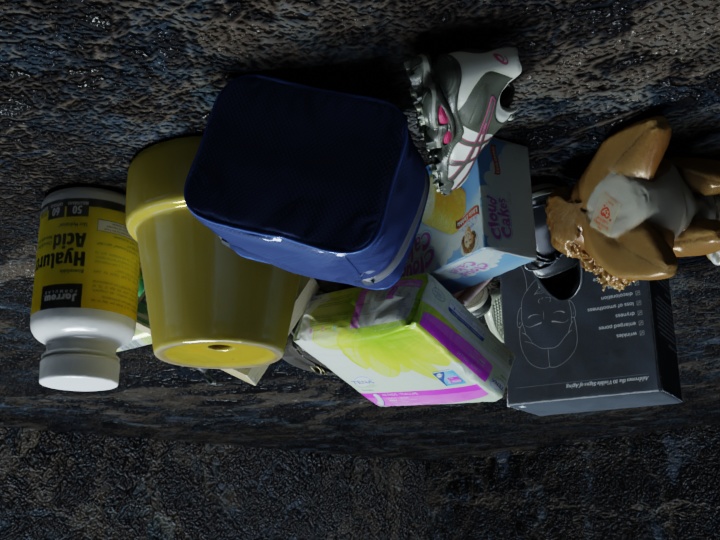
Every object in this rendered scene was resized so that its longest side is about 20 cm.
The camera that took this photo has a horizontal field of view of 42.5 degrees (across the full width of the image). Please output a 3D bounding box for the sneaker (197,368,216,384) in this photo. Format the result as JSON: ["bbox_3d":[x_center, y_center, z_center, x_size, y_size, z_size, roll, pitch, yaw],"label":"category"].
[{"bbox_3d":[-0.198,0.090,1.310,0.198,0.142,0.077,-10,160,30],"label":"sneaker"}]

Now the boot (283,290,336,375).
[{"bbox_3d":[-0.065,0.089,1.149,0.200,0.070,0.173,40,156,-32],"label":"boot"}]

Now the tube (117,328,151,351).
[{"bbox_3d":[-0.213,0.055,1.104,0.197,0.058,0.052,-11,126,13],"label":"tube"}]

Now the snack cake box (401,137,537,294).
[{"bbox_3d":[0.089,-0.043,0.943,0.066,0.117,0.199,9,160,-28],"label":"snack cake box"}]

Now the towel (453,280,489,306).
[{"bbox_3d":[0.113,0.035,1.143,0.032,0.191,0.200,44,162,5],"label":"towel"}]

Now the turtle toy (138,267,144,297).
[{"bbox_3d":[-0.199,0.030,1.188,0.197,0.103,0.146,-2,163,4],"label":"turtle toy"}]

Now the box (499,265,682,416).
[{"bbox_3d":[0.292,0.074,1.186,0.198,0.200,0.124,-10,160,30],"label":"box"}]

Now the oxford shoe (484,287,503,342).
[{"bbox_3d":[0.226,0.073,1.411,0.057,0.076,0.199,31,-179,34],"label":"oxford shoe"}]

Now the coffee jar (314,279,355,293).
[{"bbox_3d":[0.000,0.000,1.099,0.104,0.086,0.200,35,-179,29],"label":"coffee jar"}]

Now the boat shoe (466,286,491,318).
[{"bbox_3d":[0.125,0.061,1.321,0.068,0.072,0.199,47,149,-15],"label":"boat shoe"}]

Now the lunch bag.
[{"bbox_3d":[-0.046,-0.068,0.784,0.197,0.138,0.132,16,167,18],"label":"lunch bag"}]

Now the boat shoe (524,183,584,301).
[{"bbox_3d":[0.215,-0.029,1.037,0.074,0.063,0.200,-19,146,10],"label":"boat shoe"}]

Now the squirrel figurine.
[{"bbox_3d":[0.295,-0.056,0.925,0.184,0.144,0.199,-3,171,-34],"label":"squirrel figurine"}]

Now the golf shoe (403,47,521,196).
[{"bbox_3d":[0.090,-0.121,0.773,0.087,0.078,0.200,-17,167,3],"label":"golf shoe"}]

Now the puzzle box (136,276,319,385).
[{"bbox_3d":[-0.157,0.035,1.038,0.198,0.134,0.026,20,157,33],"label":"puzzle box"}]

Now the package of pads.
[{"bbox_3d":[0.040,0.079,0.981,0.154,0.069,0.199,40,147,-28],"label":"package of pads"}]

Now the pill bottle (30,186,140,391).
[{"bbox_3d":[-0.294,0.023,0.993,0.109,0.203,0.111,-1,163,0],"label":"pill bottle"}]

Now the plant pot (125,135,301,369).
[{"bbox_3d":[-0.137,-0.007,0.927,0.197,0.192,0.201,-1,162,0],"label":"plant pot"}]
